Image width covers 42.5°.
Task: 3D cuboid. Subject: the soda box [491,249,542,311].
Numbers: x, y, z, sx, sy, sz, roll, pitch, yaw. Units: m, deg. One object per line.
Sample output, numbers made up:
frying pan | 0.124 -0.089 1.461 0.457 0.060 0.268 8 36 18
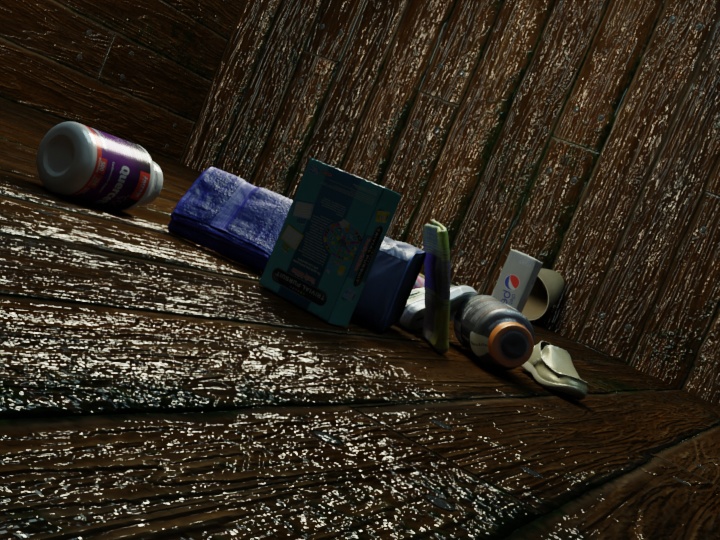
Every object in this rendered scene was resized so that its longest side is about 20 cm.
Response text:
soda box | 0.317 0.060 1.976 0.063 0.201 0.068 24 3 22

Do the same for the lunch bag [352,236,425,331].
lunch bag | 0.011 0.007 1.447 0.132 0.136 0.200 23 5 10

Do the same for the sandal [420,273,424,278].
sandal | 0.122 0.057 1.862 0.200 0.080 0.054 25 27 -43

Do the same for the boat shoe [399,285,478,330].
boat shoe | 0.132 0.052 1.639 0.200 0.072 0.062 -10 46 -47

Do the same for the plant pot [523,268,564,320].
plant pot | 0.653 0.068 3.366 0.187 0.188 0.200 26 28 35

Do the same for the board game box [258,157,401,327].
board game box | -0.046 -0.042 1.315 0.151 0.201 0.047 26 6 38

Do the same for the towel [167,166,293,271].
towel | -0.199 -0.088 1.521 0.199 0.148 0.050 23 -30 10

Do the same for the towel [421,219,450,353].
towel | 0.120 0.025 1.487 0.023 0.201 0.144 -1 11 -6

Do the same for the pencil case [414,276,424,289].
pencil case | 0.058 0.038 1.679 0.199 0.088 0.087 19 5 -31

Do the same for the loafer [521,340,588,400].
loafer | 0.342 0.170 1.628 0.075 0.069 0.200 22 4 -18

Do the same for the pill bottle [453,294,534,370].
pill bottle | 0.229 0.107 1.561 0.106 0.107 0.200 22 4 -9

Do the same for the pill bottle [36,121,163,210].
pill bottle | -0.407 -0.160 1.471 0.112 0.113 0.200 25 5 28
